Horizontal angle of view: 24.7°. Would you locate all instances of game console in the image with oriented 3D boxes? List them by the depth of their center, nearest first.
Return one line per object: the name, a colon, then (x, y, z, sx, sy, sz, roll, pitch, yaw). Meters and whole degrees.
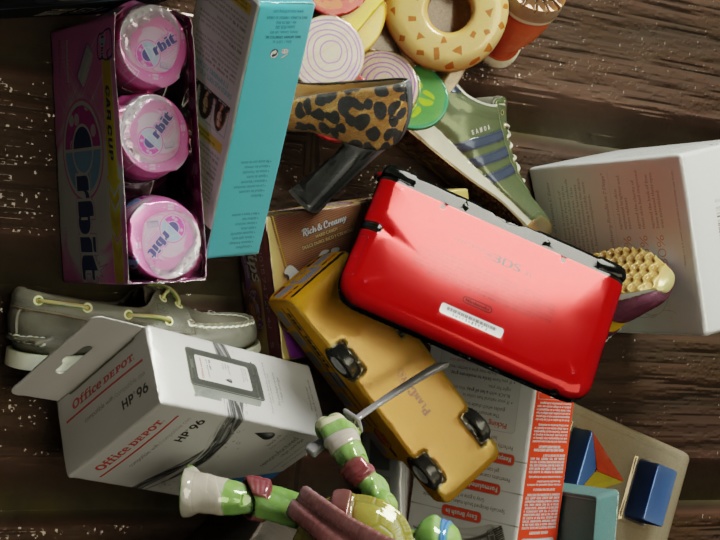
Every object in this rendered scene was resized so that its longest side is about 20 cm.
game console: (0.087, 0.008, 1.257, 0.200, 0.119, 0.173, 23, 63, -3)

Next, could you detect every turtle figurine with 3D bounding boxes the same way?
turtle figurine: (-0.026, 0.181, 1.172, 0.193, 0.200, 0.144, -1, 126, 2)

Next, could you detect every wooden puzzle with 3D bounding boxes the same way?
wooden puzzle: (0.224, 0.230, 1.490, 0.200, 0.046, 0.186, 26, 76, -37)

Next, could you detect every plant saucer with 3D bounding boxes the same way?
plant saucer: (0.155, 0.207, 1.341, 0.019, 0.200, 0.070, 7, 84, -17)

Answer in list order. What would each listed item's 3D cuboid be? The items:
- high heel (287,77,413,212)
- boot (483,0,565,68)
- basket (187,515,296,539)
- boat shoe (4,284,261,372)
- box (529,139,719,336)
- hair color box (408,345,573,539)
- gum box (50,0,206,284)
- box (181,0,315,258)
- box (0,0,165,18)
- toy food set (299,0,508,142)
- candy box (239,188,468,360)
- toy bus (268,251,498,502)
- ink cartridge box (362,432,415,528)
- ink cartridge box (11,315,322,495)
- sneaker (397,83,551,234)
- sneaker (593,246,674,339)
high heel: (-0.058, -0.152, 1.243, 0.200, 0.143, 0.071, 42, 37, -7)
boot: (0.123, -0.272, 1.418, 0.075, 0.107, 0.200, 7, 60, -13)
basket: (-0.051, 0.282, 1.268, 0.200, 0.180, 0.136, 48, 25, -15)
boat shoe: (-0.165, 0.041, 1.229, 0.201, 0.072, 0.060, -1, 96, -29)
box: (0.257, -0.030, 1.427, 0.106, 0.200, 0.153, -13, 97, -31)
hair color box: (0.107, 0.136, 1.321, 0.064, 0.111, 0.201, 10, 88, -49)
gum box: (-0.170, -0.091, 1.199, 0.066, 0.113, 0.201, -4, 93, -33)
box: (-0.092, -0.115, 1.186, 0.049, 0.082, 0.200, -6, 123, -35)
box: (-0.195, -0.229, 1.130, 0.163, 0.200, 0.086, -9, 94, -33)
toy food set: (0.004, -0.203, 1.316, 0.200, 0.049, 0.198, 41, 85, -10)
candy box: (0.000, 0.000, 1.346, 0.200, 0.056, 0.117, -9, 96, -34)
toy bus: (0.018, 0.083, 1.262, 0.065, 0.078, 0.200, -41, 103, -20)
ink cartridge box: (0.079, 0.181, 1.418, 0.200, 0.057, 0.163, 0, 90, -54)
ink cartridge box: (-0.138, 0.105, 1.195, 0.200, 0.116, 0.068, 17, 46, -41)
sneaker: (0.107, -0.108, 1.406, 0.200, 0.067, 0.090, 39, 76, -24)
sneaker: (0.190, 0.045, 1.391, 0.090, 0.200, 0.075, 57, 45, -19)
